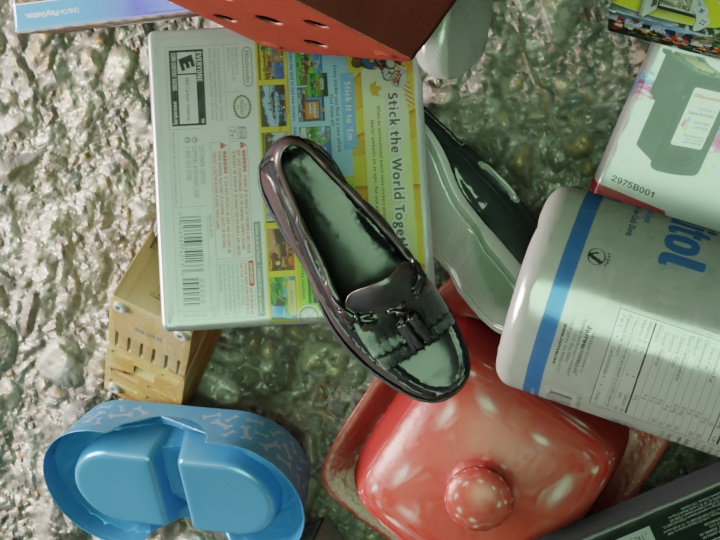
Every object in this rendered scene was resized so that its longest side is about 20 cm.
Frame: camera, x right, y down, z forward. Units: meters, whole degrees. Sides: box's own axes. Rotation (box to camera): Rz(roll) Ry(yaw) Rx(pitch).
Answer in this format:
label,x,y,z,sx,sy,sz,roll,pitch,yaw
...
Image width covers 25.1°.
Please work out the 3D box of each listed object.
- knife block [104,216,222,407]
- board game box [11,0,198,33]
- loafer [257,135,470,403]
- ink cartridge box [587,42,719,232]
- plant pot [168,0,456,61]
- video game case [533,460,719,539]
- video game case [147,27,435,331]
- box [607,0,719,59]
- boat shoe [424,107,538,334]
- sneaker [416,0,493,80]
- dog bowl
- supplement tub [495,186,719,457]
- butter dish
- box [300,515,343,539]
label,x,y,z,sx,sy,sz,roll,pitch,yaw
knife block,-0.114,-0.009,1.166,0.064,0.176,0.200,25,146,6
board game box,-0.159,-0.270,1.108,0.159,0.097,0.201,-6,97,10
loafer,0.000,0.000,1.030,0.072,0.063,0.200,-36,87,-6
ink cartridge box,0.243,-0.085,1.077,0.145,0.083,0.201,23,102,6
plant pot,-0.033,-0.233,0.983,0.200,0.200,0.177,13,86,44
video game case,0.232,0.217,1.072,0.199,0.026,0.181,-24,113,6
video game case,-0.046,-0.064,1.078,0.181,0.023,0.201,-3,85,-2
box,0.247,-0.229,1.010,0.136,0.038,0.201,17,81,10
boat shoe,0.071,-0.045,1.122,0.200,0.060,0.076,58,140,12
sneaker,0.040,-0.215,1.080,0.088,0.075,0.201,-3,67,20
dog bowl,-0.127,0.147,1.165,0.199,0.050,0.112,4,126,18
supplement tub,0.194,0.037,0.987,0.199,0.132,0.132,17,101,9
butter dish,0.086,0.137,1.103,0.199,0.148,0.200,35,102,4
box,-0.100,0.264,1.170,0.200,0.117,0.060,-30,95,11
